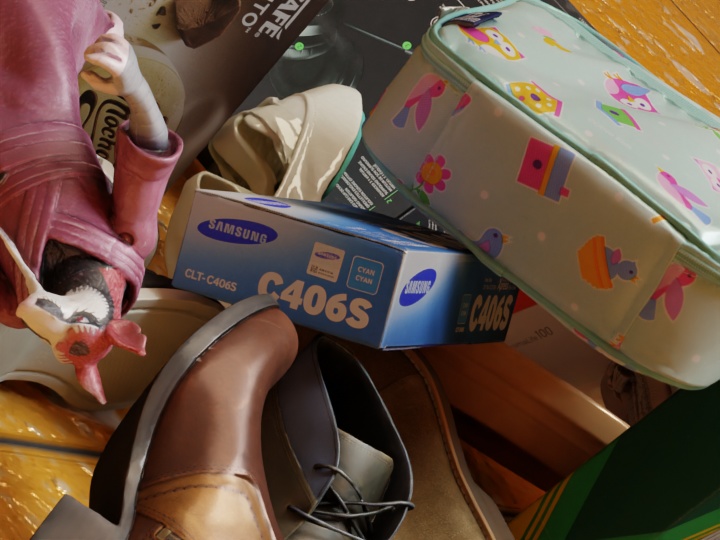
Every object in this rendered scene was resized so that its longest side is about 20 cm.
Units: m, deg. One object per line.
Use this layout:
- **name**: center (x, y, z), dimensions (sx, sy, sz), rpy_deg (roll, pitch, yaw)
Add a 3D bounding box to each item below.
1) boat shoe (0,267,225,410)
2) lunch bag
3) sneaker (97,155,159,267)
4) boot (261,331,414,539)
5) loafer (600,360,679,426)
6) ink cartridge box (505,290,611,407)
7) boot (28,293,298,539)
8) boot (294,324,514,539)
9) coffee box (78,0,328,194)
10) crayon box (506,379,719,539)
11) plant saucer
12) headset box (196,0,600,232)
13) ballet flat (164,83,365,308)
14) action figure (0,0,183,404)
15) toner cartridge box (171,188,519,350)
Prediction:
- **boat shoe**: center (-0.126, 0.015, 1.145), dimensions (0.200, 0.074, 0.060), rpy_deg (3, 46, -51)
- **lunch bag**: center (0.107, -0.043, 1.231), dimensions (0.200, 0.077, 0.160), rpy_deg (39, 28, 14)
- **sneaker**: center (-0.170, -0.053, 1.209), dimensions (0.200, 0.066, 0.091), rpy_deg (41, 15, -12)
- **boot**: center (-0.024, 0.106, 1.095), dimensions (0.075, 0.097, 0.200), rpy_deg (30, 21, -32)
- **loafer**: center (0.148, 0.070, 1.410), dimensions (0.200, 0.063, 0.072), rpy_deg (53, 37, -64)
- **ink cartridge box**: center (0.123, 0.019, 1.420), dimensions (0.200, 0.162, 0.057), rpy_deg (12, 63, -46)
- **boot**: center (-0.012, 0.121, 1.021), dimensions (0.200, 0.069, 0.188), rpy_deg (36, 43, -1)
- **boot**: center (-0.001, 0.082, 1.260), dimensions (0.075, 0.074, 0.200), rpy_deg (8, 39, -45)
- **coffee box**: center (-0.101, -0.123, 1.299), dimensions (0.113, 0.200, 0.080), rpy_deg (25, 24, -44)
- **crayon box**: center (0.169, 0.129, 1.320), dimensions (0.200, 0.172, 0.058), rpy_deg (21, 35, -49)
- **plant saucer**: center (0.075, 0.072, 1.385), dimensions (0.200, 0.038, 0.200), rpy_deg (32, -7, 4)
- **headset box**: center (0.006, -0.093, 1.476), dimensions (0.174, 0.200, 0.093), rpy_deg (48, -17, 20)
- **ballet flat**: center (-0.049, -0.036, 1.329), dimensions (0.069, 0.069, 0.200), rpy_deg (37, 45, -16)
- **action figure**: center (-0.132, -0.031, 1.065), dimensions (0.149, 0.134, 0.200), rpy_deg (63, 1, -67)
- **toner cartridge box**: center (0.000, 0.000, 1.208), dimensions (0.095, 0.043, 0.200), rpy_deg (15, 4, 16)
